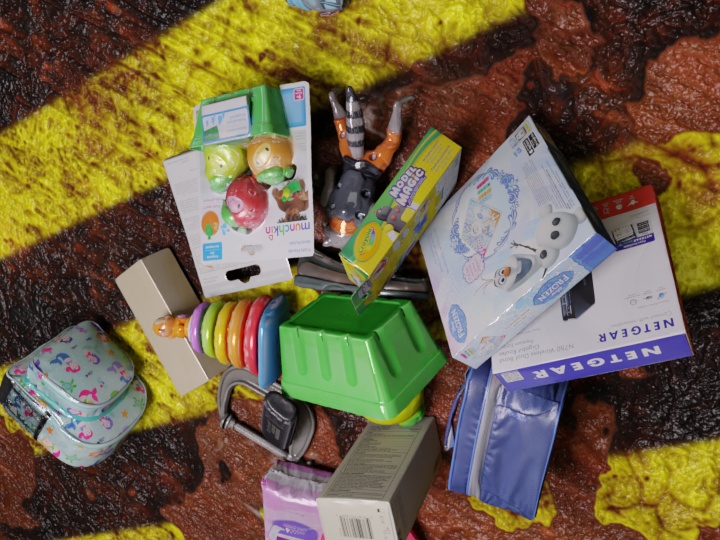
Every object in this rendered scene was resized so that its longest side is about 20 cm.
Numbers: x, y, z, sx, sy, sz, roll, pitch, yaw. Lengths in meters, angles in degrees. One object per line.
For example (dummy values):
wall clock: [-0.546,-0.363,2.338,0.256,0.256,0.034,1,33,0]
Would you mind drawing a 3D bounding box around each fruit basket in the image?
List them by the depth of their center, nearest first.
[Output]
fruit basket: [-0.137,-0.115,0.845,0.181,0.093,0.207,-3,83,31]
fruit basket: [0.012,0.138,0.885,0.212,0.155,0.221,25,132,31]

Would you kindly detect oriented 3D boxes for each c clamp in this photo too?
c clamp: [-0.148,0.245,1.071,0.197,0.027,0.174,31,116,12]

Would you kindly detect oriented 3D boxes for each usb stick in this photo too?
usb stick: [-0.112,0.208,0.956,0.055,0.033,0.201,38,157,8]

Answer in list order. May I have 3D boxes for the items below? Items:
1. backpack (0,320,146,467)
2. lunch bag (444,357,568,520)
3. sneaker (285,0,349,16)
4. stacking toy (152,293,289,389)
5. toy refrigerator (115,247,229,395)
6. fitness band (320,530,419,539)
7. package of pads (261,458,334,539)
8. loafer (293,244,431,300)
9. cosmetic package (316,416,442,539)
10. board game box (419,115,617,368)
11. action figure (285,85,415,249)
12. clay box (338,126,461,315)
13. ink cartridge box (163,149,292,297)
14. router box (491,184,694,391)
backpack: [-0.442,0.196,1.105,0.201,0.178,0.150,48,123,-1]
lunch bag: [0.173,0.190,0.849,0.129,0.136,0.206,15,113,19]
sneaker: [-0.025,-0.400,0.800,0.093,0.080,0.204,19,122,7]
stacking toy: [-0.200,0.084,0.975,0.193,0.116,0.113,6,109,9]
toy refrigerator: [-0.280,0.076,1.057,0.075,0.070,0.204,-28,92,33]
fitness band: [0.021,0.421,1.003,0.142,0.037,0.203,-33,109,-3]
package of pads: [-0.085,0.390,1.051,0.117,0.076,0.206,9,116,17]
loafer: [0.000,0.000,0.908,0.194,0.071,0.065,5,88,25]
cosmetic package: [0.031,0.269,0.901,0.102,0.200,0.073,-6,106,25]
board game box: [0.157,-0.033,0.764,0.043,0.203,0.199,26,124,-31]
action figure: [-0.027,-0.124,0.863,0.194,0.104,0.200,11,100,17]
clay box: [0.039,-0.050,0.788,0.047,0.115,0.202,35,81,12]
ink cartridge box: [-0.178,-0.079,0.974,0.158,0.057,0.205,-11,105,26]
router box: [0.237,0.020,0.751,0.195,0.184,0.049,-18,140,27]
